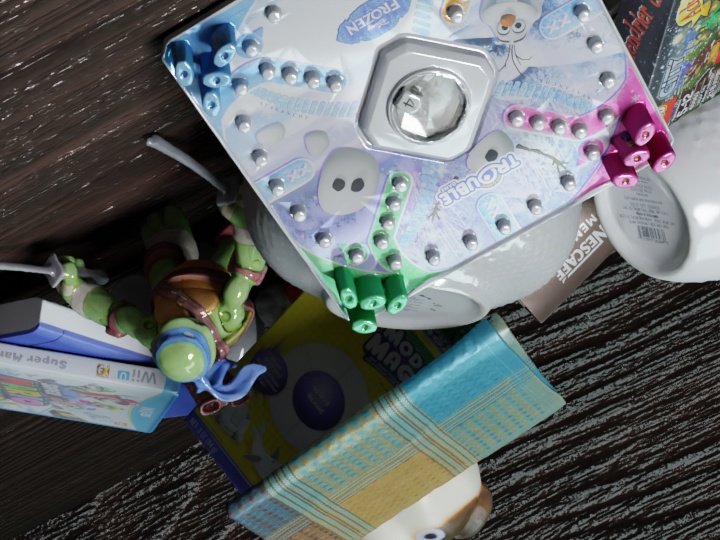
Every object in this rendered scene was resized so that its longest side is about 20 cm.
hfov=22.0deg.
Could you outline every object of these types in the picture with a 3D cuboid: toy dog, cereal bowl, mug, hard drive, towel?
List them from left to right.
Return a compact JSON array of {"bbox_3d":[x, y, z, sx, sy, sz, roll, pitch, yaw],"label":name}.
[{"bbox_3d":[-0.175,0.063,1.262,0.131,0.026,0.199,-10,157,44],"label":"hard drive"},{"bbox_3d":[0.015,0.138,1.355,0.193,0.140,0.200,-36,-150,-10],"label":"toy dog"},{"bbox_3d":[0.024,0.109,1.138,0.199,0.022,0.147,-34,151,4],"label":"towel"},{"bbox_3d":[0.029,-0.018,1.062,0.197,0.084,0.200,2,163,1],"label":"cereal bowl"},{"bbox_3d":[0.260,-0.064,1.203,0.174,0.149,0.199,-30,-142,-29],"label":"mug"}]

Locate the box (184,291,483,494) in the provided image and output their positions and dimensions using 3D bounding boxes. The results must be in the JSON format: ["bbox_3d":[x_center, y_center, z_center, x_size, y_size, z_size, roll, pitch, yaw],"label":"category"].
[{"bbox_3d":[-0.011,0.073,1.193,0.200,0.118,0.048,-46,164,21],"label":"box"}]

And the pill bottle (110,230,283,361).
[{"bbox_3d":[-0.092,0.022,1.442,0.199,0.115,0.114,-21,171,-44],"label":"pill bottle"}]

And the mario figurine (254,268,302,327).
[{"bbox_3d":[0.003,0.012,1.374,0.199,0.106,0.124,15,110,-55],"label":"mario figurine"}]

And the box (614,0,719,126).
[{"bbox_3d":[0.211,-0.176,1.079,0.136,0.038,0.201,-32,152,-26],"label":"box"}]

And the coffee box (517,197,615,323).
[{"bbox_3d":[0.119,-0.053,1.392,0.113,0.080,0.200,-44,-159,2],"label":"coffee box"}]

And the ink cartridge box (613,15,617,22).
[{"bbox_3d":[0.225,-0.174,1.264,0.173,0.044,0.200,-41,173,-1],"label":"ink cartridge box"}]

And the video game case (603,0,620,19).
[{"bbox_3d":[0.169,-0.168,1.269,0.181,0.023,0.200,-40,173,-3],"label":"video game case"}]

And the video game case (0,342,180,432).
[{"bbox_3d":[-0.227,0.074,1.242,0.198,0.018,0.143,10,162,-11],"label":"video game case"}]

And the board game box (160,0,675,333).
[{"bbox_3d":[0.034,-0.081,0.922,0.199,0.201,0.026,-29,-146,10],"label":"board game box"}]

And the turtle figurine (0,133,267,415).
[{"bbox_3d":[-0.120,-0.023,1.166,0.144,0.199,0.194,-52,-173,17],"label":"turtle figurine"}]
